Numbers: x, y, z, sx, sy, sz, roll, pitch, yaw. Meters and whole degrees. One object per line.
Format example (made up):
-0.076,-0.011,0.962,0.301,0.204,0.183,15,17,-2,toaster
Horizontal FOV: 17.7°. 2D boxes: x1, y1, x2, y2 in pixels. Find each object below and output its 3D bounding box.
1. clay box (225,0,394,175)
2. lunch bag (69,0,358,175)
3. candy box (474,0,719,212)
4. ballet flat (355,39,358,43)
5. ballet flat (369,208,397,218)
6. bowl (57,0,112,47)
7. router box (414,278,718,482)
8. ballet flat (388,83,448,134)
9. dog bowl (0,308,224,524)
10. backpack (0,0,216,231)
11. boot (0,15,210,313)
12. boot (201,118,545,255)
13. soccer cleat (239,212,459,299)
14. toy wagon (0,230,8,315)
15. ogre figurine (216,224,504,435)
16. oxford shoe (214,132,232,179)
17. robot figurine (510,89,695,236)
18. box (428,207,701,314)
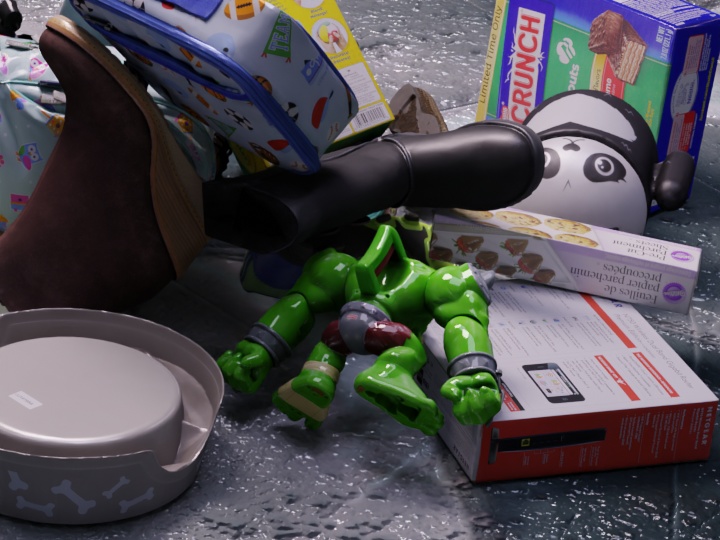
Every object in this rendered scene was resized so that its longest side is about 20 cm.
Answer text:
-0.071,-0.173,1.709,0.114,0.048,0.201,-21,78,-25,clay box
-0.105,-0.151,1.562,0.199,0.076,0.160,27,-11,37,lunch bag
0.202,-0.165,1.993,0.077,0.170,0.199,-14,31,-43,candy box
-0.089,-0.208,2.147,0.198,0.057,0.066,13,25,14,ballet flat
-0.026,-0.087,1.906,0.200,0.076,0.064,36,5,38,ballet flat
-0.156,-0.197,1.802,0.104,0.202,0.201,26,29,7,bowl
0.128,0.071,1.626,0.178,0.049,0.200,-3,27,-19,router box
0.057,-0.105,1.976,0.046,0.068,0.200,33,15,-19,ballet flat
-0.188,0.095,1.497,0.198,0.059,0.200,4,25,-2,dog bowl
-0.206,-0.093,1.708,0.198,0.168,0.127,8,44,-8,backpack
-0.204,-0.054,1.595,0.166,0.201,0.072,-39,18,-11,boot
0.010,-0.059,1.612,0.164,0.066,0.199,-5,6,42,boot
0.000,-0.001,1.729,0.199,0.084,0.065,9,50,-34,soccer cleat
-0.240,-0.002,1.709,0.198,0.040,0.155,7,26,0,toy wagon
0.013,0.042,1.548,0.199,0.098,0.120,-8,48,43,ogre figurine
-0.126,-0.104,1.873,0.200,0.073,0.084,-42,53,-20,oxford shoe
0.175,-0.072,1.842,0.125,0.150,0.200,45,25,-10,robot figurine
0.150,-0.013,1.697,0.198,0.039,0.042,13,29,9,box
